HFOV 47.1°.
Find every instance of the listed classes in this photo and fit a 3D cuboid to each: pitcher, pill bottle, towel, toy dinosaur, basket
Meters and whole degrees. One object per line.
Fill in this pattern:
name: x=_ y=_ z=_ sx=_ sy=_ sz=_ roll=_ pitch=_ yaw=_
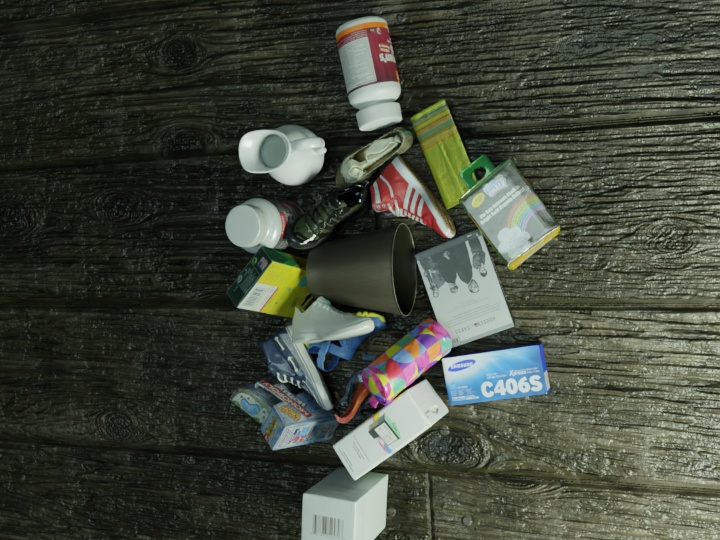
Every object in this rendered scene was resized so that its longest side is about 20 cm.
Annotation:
pitcher: x=-0.128 y=-0.238 z=1.666 sx=0.168 sy=0.199 sz=0.124 roll=-3 pitch=92 yaw=20
pill bottle: x=0.020 y=-0.391 z=1.649 sx=0.108 sy=0.109 sz=0.204 roll=-13 pitch=88 yaw=21
towel: x=0.171 y=-0.232 z=1.649 sx=0.085 sy=0.018 sz=0.203 roll=-24 pitch=85 yaw=26
toy dinosaur: x=0.042 y=0.213 z=1.651 sx=0.104 sy=0.201 sz=0.182 roll=38 pitch=105 yaw=-12
pill bottle: x=-0.195 y=-0.091 z=1.699 sx=0.108 sy=0.199 sz=0.113 roll=1 pitch=93 yaw=21
basket: x=0.000 y=0.000 z=1.668 sx=0.196 sy=0.135 sz=0.185 roll=-1 pitch=92 yaw=25

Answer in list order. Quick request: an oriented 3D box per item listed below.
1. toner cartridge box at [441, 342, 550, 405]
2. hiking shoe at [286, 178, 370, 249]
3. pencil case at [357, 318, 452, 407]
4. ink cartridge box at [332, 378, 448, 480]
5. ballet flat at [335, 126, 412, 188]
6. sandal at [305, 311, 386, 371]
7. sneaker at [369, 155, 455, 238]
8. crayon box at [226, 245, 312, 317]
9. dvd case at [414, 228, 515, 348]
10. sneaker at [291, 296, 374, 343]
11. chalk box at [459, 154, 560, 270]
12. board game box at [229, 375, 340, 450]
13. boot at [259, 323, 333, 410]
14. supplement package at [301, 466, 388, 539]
toner cartridge box: x=0.264 y=0.204 z=1.618 sx=0.196 sy=0.043 sz=0.097 roll=-11 pitch=87 yaw=22
hiking shoe: x=-0.068 y=-0.121 z=1.662 sx=0.198 sy=0.101 sz=0.076 roll=-34 pitch=68 yaw=-16
pencil case: x=0.088 y=0.177 z=1.605 sx=0.199 sy=0.089 sz=0.089 roll=-35 pitch=77 yaw=-26
ink cartridge box: x=0.062 y=0.314 z=1.647 sx=0.199 sy=0.144 sz=0.085 roll=-39 pitch=79 yaw=18
ballet flat: x=0.016 y=-0.229 z=1.677 sx=0.198 sy=0.075 sz=0.069 roll=-32 pitch=82 yaw=20
sandal: x=-0.028 y=0.147 z=1.704 sx=0.198 sy=0.079 sz=0.089 roll=-27 pitch=61 yaw=29
sneaker: x=0.098 y=-0.120 z=1.652 sx=0.112 sy=0.071 sz=0.201 roll=-41 pitch=71 yaw=14
crayon box: x=-0.167 y=0.029 z=1.706 sx=0.127 sy=0.199 sz=0.051 roll=-50 pitch=58 yaw=15
dvd case: x=0.206 y=0.038 z=1.643 sx=0.148 sy=0.025 sz=0.204 roll=-21 pitch=86 yaw=21
sneaker: x=-0.062 y=0.095 z=1.646 sx=0.197 sy=0.075 sz=0.091 roll=-9 pitch=80 yaw=34
chalk box: x=0.268 y=-0.120 z=1.551 sx=0.124 sy=0.124 sz=0.202 roll=-37 pitch=78 yaw=9
board game box: x=-0.161 y=0.291 z=1.705 sx=0.198 sy=0.199 sz=0.062 roll=34 pitch=104 yaw=15
boot: x=-0.135 y=0.220 z=1.751 sx=0.089 sy=0.073 sz=0.202 roll=-28 pitch=73 yaw=-1
supplement package: x=-0.029 y=0.484 z=1.662 sx=0.115 sy=0.199 sz=0.120 roll=3 pitch=94 yaw=21
